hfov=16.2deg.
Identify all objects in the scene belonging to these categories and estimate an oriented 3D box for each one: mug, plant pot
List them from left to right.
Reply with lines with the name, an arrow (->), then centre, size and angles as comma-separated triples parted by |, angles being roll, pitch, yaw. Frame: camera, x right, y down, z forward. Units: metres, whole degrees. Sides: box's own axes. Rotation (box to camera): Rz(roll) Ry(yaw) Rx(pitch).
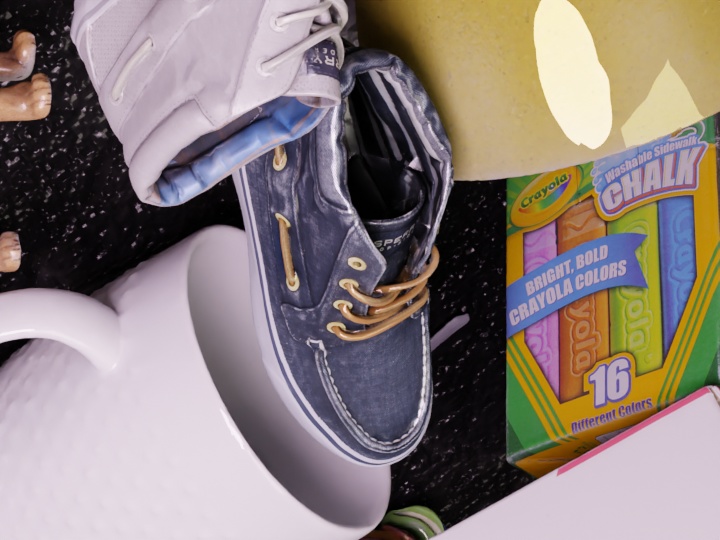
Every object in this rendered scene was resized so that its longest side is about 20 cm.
mug -> -0.113, 0.074, 1.077 | 0.175, 0.148, 0.200 | -30, 136, 21
plant pot -> 0.077, -0.147, 1.008 | 0.199, 0.200, 0.143 | -25, 113, -10

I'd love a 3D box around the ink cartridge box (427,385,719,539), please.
ink cartridge box -> 0.134, 0.157, 1.103 | 0.146, 0.083, 0.200 | -30, 141, 6

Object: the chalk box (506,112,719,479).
chalk box -> 0.148, 0.005, 1.169 | 0.123, 0.201, 0.125 | -22, 141, 34

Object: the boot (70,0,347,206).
boot -> -0.017, -0.103, 0.906 | 0.200, 0.096, 0.073 | -36, 152, 29

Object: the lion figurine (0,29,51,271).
lion figurine -> -0.193, -0.047, 0.998 | 0.122, 0.073, 0.201 | 0, 129, -19

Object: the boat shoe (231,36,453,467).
boat shoe -> 0.000, 0.000, 0.991 | 0.071, 0.091, 0.201 | -28, 117, -23

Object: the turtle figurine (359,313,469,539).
turtle figurine -> 0.020, 0.129, 1.188 | 0.199, 0.194, 0.145 | -25, 100, 31
